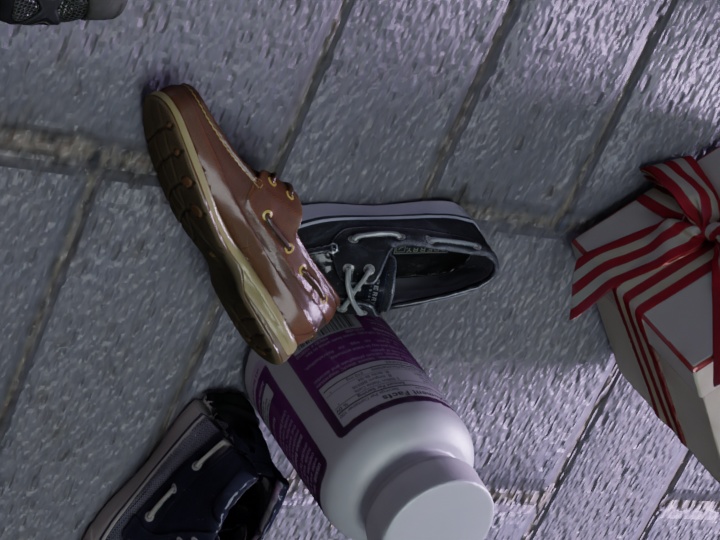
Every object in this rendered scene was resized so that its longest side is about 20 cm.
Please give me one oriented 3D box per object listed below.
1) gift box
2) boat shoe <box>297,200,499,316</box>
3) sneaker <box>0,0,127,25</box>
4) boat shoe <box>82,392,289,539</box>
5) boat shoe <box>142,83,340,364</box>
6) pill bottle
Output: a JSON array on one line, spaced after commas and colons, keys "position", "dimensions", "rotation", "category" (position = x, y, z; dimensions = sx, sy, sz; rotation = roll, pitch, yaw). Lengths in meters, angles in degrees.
[{"position": [0.267, 0.035, 1.499], "dimensions": [0.200, 0.185, 0.187], "rotation": [-35, 137, -11], "category": "gift box"}, {"position": [0.000, 0.000, 1.391], "dimensions": [0.200, 0.068, 0.072], "rotation": [-5, 126, -27], "category": "boat shoe"}, {"position": [-0.181, -0.217, 1.110], "dimensions": [0.114, 0.076, 0.200], "rotation": [-15, 136, -29], "category": "sneaker"}, {"position": [-0.128, 0.187, 1.442], "dimensions": [0.075, 0.093, 0.200], "rotation": [18, 113, -39], "category": "boat shoe"}, {"position": [-0.075, -0.037, 1.305], "dimensions": [0.068, 0.072, 0.200], "rotation": [-34, 117, -17], "category": "boat shoe"}, {"position": [0.008, 0.113, 1.392], "dimensions": [0.112, 0.200, 0.112], "rotation": [-16, 131, -20], "category": "pill bottle"}]
